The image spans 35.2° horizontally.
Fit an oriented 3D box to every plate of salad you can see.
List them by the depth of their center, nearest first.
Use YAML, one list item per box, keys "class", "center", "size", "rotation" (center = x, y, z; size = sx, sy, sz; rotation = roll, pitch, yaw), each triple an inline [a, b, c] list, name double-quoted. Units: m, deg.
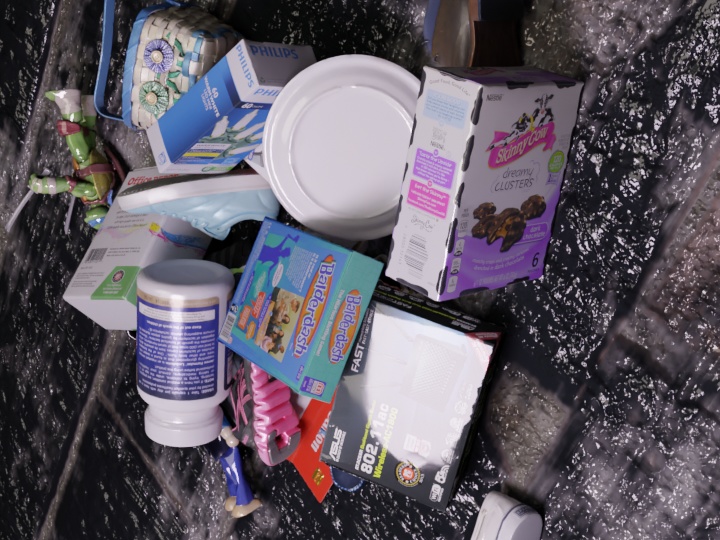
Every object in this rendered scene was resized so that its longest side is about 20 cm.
- class: "plate of salad"
  center: [-0.005, -0.130, 1.211]
  size: [0.197, 0.048, 0.202]
  rotation: [0, 111, 1]

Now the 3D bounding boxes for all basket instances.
- class: "basket"
  center: [-0.250, -0.261, 1.423]
  size: [0.199, 0.139, 0.178]
  rotation: [21, 113, 30]

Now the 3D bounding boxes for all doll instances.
- class: "doll"
  center: [-0.183, 0.214, 1.462]
  size: [0.136, 0.048, 0.202]
  rotation: [3, 115, 69]

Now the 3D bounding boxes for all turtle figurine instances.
- class: "turtle figurine"
  center: [-0.428, -0.151, 1.620]
  size: [0.198, 0.143, 0.197]
  rotation: [-6, 89, 41]

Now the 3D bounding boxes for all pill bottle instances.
- class: "pill bottle"
  center: [-0.208, 0.097, 1.345]
  size: [0.115, 0.115, 0.203]
  rotation: [19, 113, 41]

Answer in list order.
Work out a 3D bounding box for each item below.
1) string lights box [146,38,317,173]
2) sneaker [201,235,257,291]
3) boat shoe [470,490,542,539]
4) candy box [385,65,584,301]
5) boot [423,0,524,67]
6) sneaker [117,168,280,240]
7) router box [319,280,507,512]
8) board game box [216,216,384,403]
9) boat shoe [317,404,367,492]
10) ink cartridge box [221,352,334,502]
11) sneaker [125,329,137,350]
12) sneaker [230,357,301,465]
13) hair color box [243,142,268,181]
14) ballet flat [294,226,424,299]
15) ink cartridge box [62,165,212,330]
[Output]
- class: "string lights box"
  center: [-0.141, -0.179, 1.268]
  size: [0.199, 0.102, 0.060]
  rotation: [-32, 72, 42]
- class: "sneaker"
  center: [-0.146, -0.003, 1.431]
  size: [0.083, 0.072, 0.199]
  rotation: [-55, 32, -15]
- class: "boat shoe"
  center: [0.131, 0.329, 1.196]
  size: [0.065, 0.071, 0.202]
  rotation: [29, 116, 43]
- class: "candy box"
  center: [0.118, -0.087, 1.067]
  size: [0.071, 0.167, 0.202]
  rotation: [25, 115, 38]
- class: "boot"
  center: [0.109, -0.212, 1.138]
  size: [0.097, 0.074, 0.202]
  rotation: [33, 120, 56]
- class: "sneaker"
  center: [-0.191, -0.073, 1.372]
  size: [0.074, 0.197, 0.083]
  rotation: [-128, 32, -76]
- class: "router box"
  center: [0.053, 0.131, 1.193]
  size: [0.148, 0.062, 0.202]
  rotation: [19, 108, 15]
- class: "board game box"
  center: [-0.069, 0.036, 1.207]
  size: [0.199, 0.045, 0.154]
  rotation: [23, 92, 56]
- class: "boat shoe"
  center: [-0.009, 0.163, 1.290]
  size: [0.083, 0.069, 0.202]
  rotation: [8, 107, 11]
- class: "ink cartridge box"
  center: [-0.088, 0.166, 1.401]
  size: [0.200, 0.047, 0.161]
  rotation: [50, 128, 30]
- class: "sneaker"
  center: [-0.280, 0.051, 1.521]
  size: [0.199, 0.115, 0.076]
  rotation: [32, 123, 37]
- class: "sneaker"
  center: [-0.125, 0.131, 1.360]
  size: [0.095, 0.079, 0.202]
  rotation: [19, 115, 41]
- class: "hair color box"
  center: [-0.083, -0.162, 1.329]
  size: [0.200, 0.064, 0.112]
  rotation: [42, 123, 31]
- class: "ballet flat"
  center: [0.000, 0.000, 1.283]
  size: [0.200, 0.076, 0.064]
  rotation: [43, 93, 27]
- class: "ink cartridge box"
  center: [-0.272, -0.030, 1.456]
  size: [0.144, 0.084, 0.202]
  rotation: [-1, 57, 45]
